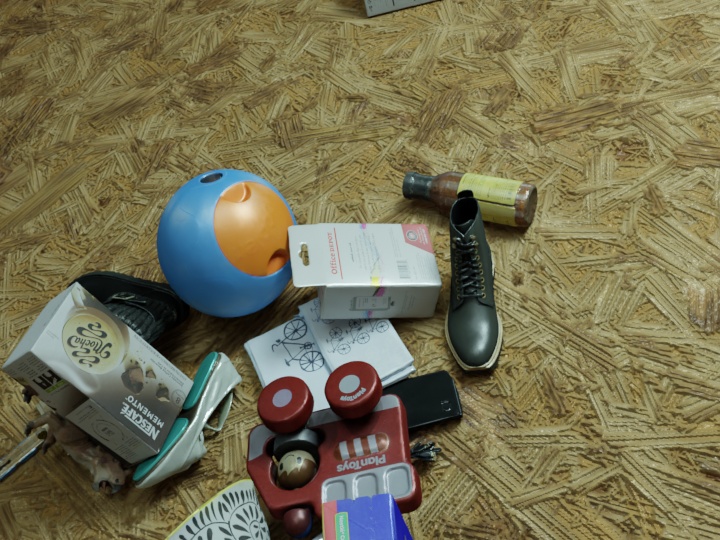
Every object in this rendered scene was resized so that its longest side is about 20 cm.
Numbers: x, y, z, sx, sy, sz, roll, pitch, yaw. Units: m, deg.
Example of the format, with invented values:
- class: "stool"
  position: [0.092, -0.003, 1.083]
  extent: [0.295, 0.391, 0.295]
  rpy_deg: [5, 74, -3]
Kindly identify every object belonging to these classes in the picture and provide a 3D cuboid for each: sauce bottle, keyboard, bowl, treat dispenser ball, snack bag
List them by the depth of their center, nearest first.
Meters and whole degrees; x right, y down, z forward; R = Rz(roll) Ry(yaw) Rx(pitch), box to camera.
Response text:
- class: "bowl"
  position: [-0.157, 0.328, 0.888]
  extent: [0.094, 0.202, 0.200]
  rpy_deg: [41, 69, 15]
- class: "keyboard"
  position: [0.030, 0.195, 1.035]
  extent: [0.196, 0.021, 0.128]
  rpy_deg: [-15, 42, 5]
- class: "snack bag"
  position: [-0.049, 0.109, 1.119]
  extent: [0.197, 0.022, 0.190]
  rpy_deg: [-26, 45, -7]
- class: "treat dispenser ball"
  position: [-0.184, -0.038, 1.174]
  extent: [0.196, 0.203, 0.204]
  rpy_deg: [-8, 48, 10]
- class: "sauce bottle"
  position: [0.156, -0.111, 1.223]
  extent: [0.196, 0.067, 0.067]
  rpy_deg: [15, 56, 26]

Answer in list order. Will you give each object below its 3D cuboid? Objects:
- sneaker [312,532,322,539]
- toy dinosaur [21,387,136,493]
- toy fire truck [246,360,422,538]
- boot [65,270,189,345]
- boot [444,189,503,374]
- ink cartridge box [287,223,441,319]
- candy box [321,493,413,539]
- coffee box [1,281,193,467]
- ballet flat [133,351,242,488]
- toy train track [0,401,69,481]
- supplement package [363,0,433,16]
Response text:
- class: "sneaker"
  position: [-0.051, 0.379, 0.875]
  extent: [0.111, 0.078, 0.201]
  rpy_deg: [27, 72, 28]
- class: "toy dinosaur"
  position: [-0.353, 0.176, 1.083]
  extent: [0.132, 0.086, 0.205]
  rpy_deg: [-2, 92, -4]
- class: "toy fire truck"
  position: [-0.035, 0.209, 0.943]
  extent: [0.196, 0.113, 0.170]
  rpy_deg: [-14, 42, 8]
- class: "boot"
  position: [-0.358, 0.063, 1.177]
  extent: [0.206, 0.081, 0.158]
  rpy_deg: [2, 19, 17]
- class: "boot"
  position: [0.136, 0.014, 1.075]
  extent: [0.076, 0.140, 0.203]
  rpy_deg: [-8, 50, 9]
- class: "ink cartridge box"
  position: [0.000, 0.000, 1.134]
  extent: [0.195, 0.068, 0.118]
  rpy_deg: [1, 46, -11]
- class: "candy box"
  position: [0.025, 0.335, 0.793]
  extent: [0.075, 0.202, 0.171]
  rpy_deg: [-10, 48, 7]
- class: "coffee box"
  position: [-0.316, 0.130, 1.031]
  extent: [0.079, 0.200, 0.114]
  rpy_deg: [-26, 29, 37]
- class: "ballet flat"
  position: [-0.210, 0.199, 1.074]
  extent: [0.068, 0.070, 0.202]
  rpy_deg: [12, 56, 26]
- class: "toy train track"
  position: [-0.451, 0.230, 1.142]
  extent: [0.199, 0.033, 0.114]
  rpy_deg: [-41, 51, -17]
- class: "supplement package"
  position: [0.092, -0.591, 1.614]
  extent: [0.195, 0.121, 0.123]
  rpy_deg: [-12, 47, 6]
